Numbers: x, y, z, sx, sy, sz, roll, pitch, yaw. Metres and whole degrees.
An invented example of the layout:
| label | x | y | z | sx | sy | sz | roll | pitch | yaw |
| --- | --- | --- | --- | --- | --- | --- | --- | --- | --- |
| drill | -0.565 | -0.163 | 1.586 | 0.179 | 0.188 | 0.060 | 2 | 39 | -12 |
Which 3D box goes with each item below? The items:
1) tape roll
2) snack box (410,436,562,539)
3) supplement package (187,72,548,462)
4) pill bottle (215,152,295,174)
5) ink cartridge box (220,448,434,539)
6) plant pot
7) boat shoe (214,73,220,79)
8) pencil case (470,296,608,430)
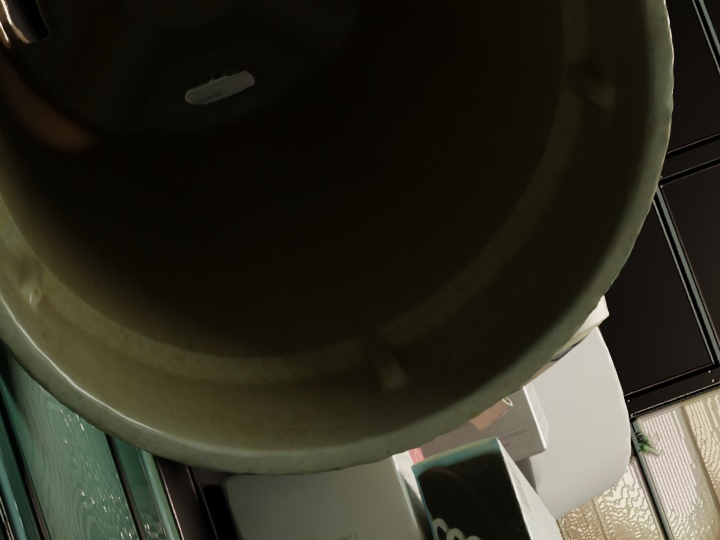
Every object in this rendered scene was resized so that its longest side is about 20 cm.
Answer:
| label | x | y | z | sx | sy | sz | roll | pitch | yaw |
| --- | --- | --- | --- | --- | --- | --- | --- | --- | --- |
| tape roll | 0.070 | 0.054 | 1.598 | 0.203 | 0.071 | 0.203 | 51 | -21 | 29 |
| snack box | 0.074 | 0.170 | 0.984 | 0.116 | 0.037 | 0.200 | 54 | 16 | -65 |
| supplement package | 0.000 | 0.000 | 1.228 | 0.114 | 0.109 | 0.200 | -32 | 102 | -85 |
| pill bottle | -0.019 | 0.000 | 0.992 | 0.200 | 0.114 | 0.115 | -62 | 132 | -84 |
| ink cartridge box | 0.018 | 0.162 | 1.016 | 0.116 | 0.067 | 0.200 | 37 | 34 | -81 |
| plant pot | -0.034 | -0.070 | 0.797 | 0.184 | 0.200 | 0.201 | -125 | -168 | -64 |
| boat shoe | -0.057 | -0.123 | 1.355 | 0.060 | 0.076 | 0.200 | 4 | 39 | -41 |
| pencil case | 0.028 | -0.038 | 1.128 | 0.078 | 0.089 | 0.200 | -28 | -89 | 52 |
